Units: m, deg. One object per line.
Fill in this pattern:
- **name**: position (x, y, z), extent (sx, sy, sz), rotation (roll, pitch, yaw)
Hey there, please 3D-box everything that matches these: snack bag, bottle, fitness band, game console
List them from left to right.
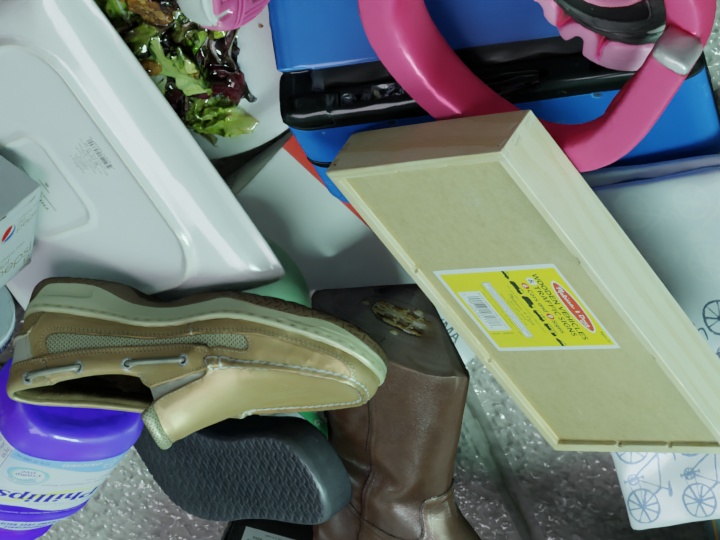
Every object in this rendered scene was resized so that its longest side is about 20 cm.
- **bottle**: position (-0.186, 0.107, 1.487), extent (0.083, 0.065, 0.200), rotation (2, 153, -25)
- **game console**: position (0.063, -0.123, 1.260), extent (0.200, 0.118, 0.171), rotation (-6, 158, 12)
- **fitness band**: position (0.070, -0.110, 1.119), extent (0.144, 0.037, 0.200), rotation (33, 154, 1)
- **snack bag**: position (0.203, 0.031, 1.278), extent (0.200, 0.021, 0.189), rotation (-8, 107, 23)

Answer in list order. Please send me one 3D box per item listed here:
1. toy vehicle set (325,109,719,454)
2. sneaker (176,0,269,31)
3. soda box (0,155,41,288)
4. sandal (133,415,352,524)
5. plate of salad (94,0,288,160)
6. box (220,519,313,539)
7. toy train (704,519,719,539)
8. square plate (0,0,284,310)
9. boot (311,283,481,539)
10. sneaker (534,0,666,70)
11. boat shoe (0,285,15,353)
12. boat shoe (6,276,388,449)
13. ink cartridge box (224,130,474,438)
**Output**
- **toy vehicle set**: position (0.085, 0.010, 1.232), extent (0.124, 0.027, 0.200), rotation (-3, 134, 50)
- **sneaker**: position (-0.079, -0.208, 1.192), extent (0.088, 0.081, 0.200), rotation (1, 100, 33)
- **soda box**: position (-0.259, -0.061, 1.344), extent (0.200, 0.064, 0.068), rotation (35, 143, 14)
- **sandal**: position (-0.064, 0.099, 1.436), extent (0.200, 0.043, 0.076), rotation (9, 127, 52)
- **plate of salad**: position (-0.110, -0.129, 1.303), extent (0.200, 0.048, 0.200), rotation (8, 130, 9)
- **box**: position (0.003, 0.242, 1.549), extent (0.200, 0.086, 0.164), rotation (15, 132, 4)
- **toy train**: position (0.228, 0.116, 1.387), extent (0.114, 0.085, 0.200), rotation (6, 133, 28)
- **square plate**: position (-0.158, -0.050, 1.342), extent (0.198, 0.028, 0.200), rotation (-16, 116, 48)
- **boot**: position (0.049, 0.110, 1.361), extent (0.186, 0.064, 0.200), rotation (24, 131, 24)
- **sneaker**: position (0.064, -0.165, 1.148), extent (0.200, 0.095, 0.079), rotation (32, 90, 5)
- **boat shoe**: position (-0.283, -0.003, 1.445), extent (0.200, 0.071, 0.091), rotation (38, 148, -1)
- **boat shoe**: position (-0.084, 0.056, 1.316), extent (0.200, 0.076, 0.072), rotation (4, 148, 27)
- **ink cartridge box**: position (0.000, 0.000, 1.377), extent (0.161, 0.050, 0.200), rotation (42, 130, -19)
